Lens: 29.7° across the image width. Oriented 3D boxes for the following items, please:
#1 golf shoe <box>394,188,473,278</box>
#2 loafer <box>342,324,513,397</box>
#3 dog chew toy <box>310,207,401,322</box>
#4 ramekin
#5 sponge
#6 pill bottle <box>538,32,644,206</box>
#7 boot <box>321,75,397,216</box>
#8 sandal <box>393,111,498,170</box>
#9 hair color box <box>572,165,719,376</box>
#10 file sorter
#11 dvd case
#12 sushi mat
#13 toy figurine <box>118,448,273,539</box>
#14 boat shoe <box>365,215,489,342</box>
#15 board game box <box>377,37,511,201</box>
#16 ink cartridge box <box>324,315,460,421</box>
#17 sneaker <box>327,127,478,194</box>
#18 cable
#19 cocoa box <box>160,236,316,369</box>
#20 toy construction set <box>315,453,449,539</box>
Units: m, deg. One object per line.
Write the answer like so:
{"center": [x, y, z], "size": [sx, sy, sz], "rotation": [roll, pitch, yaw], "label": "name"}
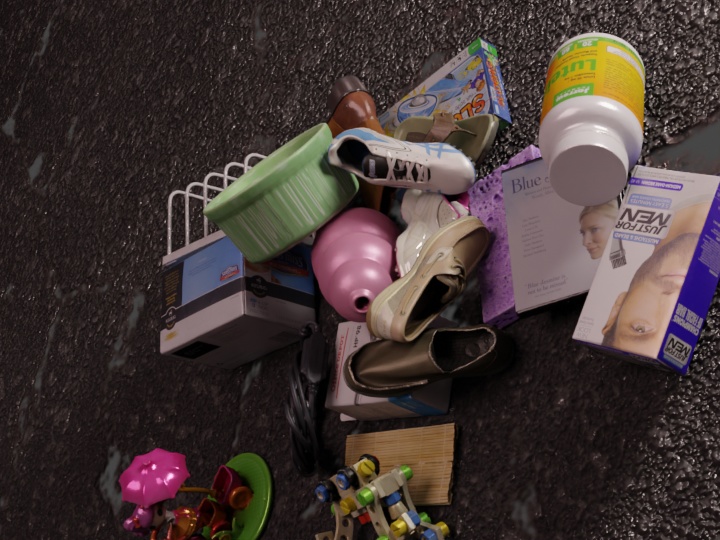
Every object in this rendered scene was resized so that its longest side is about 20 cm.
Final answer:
{"center": [0.095, -0.040, 1.686], "size": [0.092, 0.075, 0.200], "rotation": [-22, 45, 30], "label": "golf shoe"}
{"center": [0.075, 0.094, 1.564], "size": [0.200, 0.070, 0.075], "rotation": [-13, 68, 5], "label": "loafer"}
{"center": [0.000, 0.000, 1.709], "size": [0.125, 0.125, 0.200], "rotation": [-52, 16, 17], "label": "dog chew toy"}
{"center": [-0.098, -0.097, 1.785], "size": [0.200, 0.098, 0.200], "rotation": [-34, 11, 8], "label": "ramekin"}
{"center": [0.185, -0.040, 1.620], "size": [0.112, 0.030, 0.200], "rotation": [-33, 46, 36], "label": "sponge"}
{"center": [0.253, -0.163, 1.488], "size": [0.111, 0.111, 0.200], "rotation": [-35, 26, 35], "label": "pill bottle"}
{"center": [0.003, -0.135, 1.858], "size": [0.200, 0.068, 0.188], "rotation": [64, 142, 35], "label": "boot"}
{"center": [0.097, -0.166, 1.718], "size": [0.201, 0.057, 0.080], "rotation": [7, 76, 53], "label": "sandal"}
{"center": [0.308, -0.002, 1.402], "size": [0.109, 0.065, 0.200], "rotation": [13, 80, 46], "label": "hair color box"}
{"center": [-0.174, -0.076, 1.982], "size": [0.200, 0.139, 0.125], "rotation": [-20, 64, 44], "label": "file sorter"}
{"center": [0.234, -0.052, 1.542], "size": [0.143, 0.018, 0.200], "rotation": [-19, 54, 25], "label": "dvd case"}
{"center": [0.044, 0.239, 1.647], "size": [0.200, 0.012, 0.096], "rotation": [-14, 60, 48], "label": "sushi mat"}
{"center": [-0.246, 0.317, 1.823], "size": [0.200, 0.184, 0.150], "rotation": [-60, 36, 8], "label": "toy figurine"}
{"center": [0.093, 0.013, 1.576], "size": [0.065, 0.072, 0.200], "rotation": [16, 50, 45], "label": "boat shoe"}
{"center": [0.107, -0.198, 1.802], "size": [0.200, 0.034, 0.135], "rotation": [-36, 46, 34], "label": "board game box"}
{"center": [0.025, 0.122, 1.694], "size": [0.200, 0.067, 0.116], "rotation": [-12, 62, 47], "label": "ink cartridge box"}
{"center": [0.050, -0.128, 1.683], "size": [0.200, 0.072, 0.072], "rotation": [15, 125, 28], "label": "sneaker"}
{"center": [-0.072, 0.176, 1.735], "size": [0.163, 0.051, 0.200], "rotation": [99, 176, -56], "label": "cable"}
{"center": [-0.175, 0.043, 1.925], "size": [0.200, 0.133, 0.131], "rotation": [-25, 58, 43], "label": "cocoa box"}
{"center": [0.008, 0.291, 1.602], "size": [0.200, 0.092, 0.131], "rotation": [-37, 82, 43], "label": "toy construction set"}
